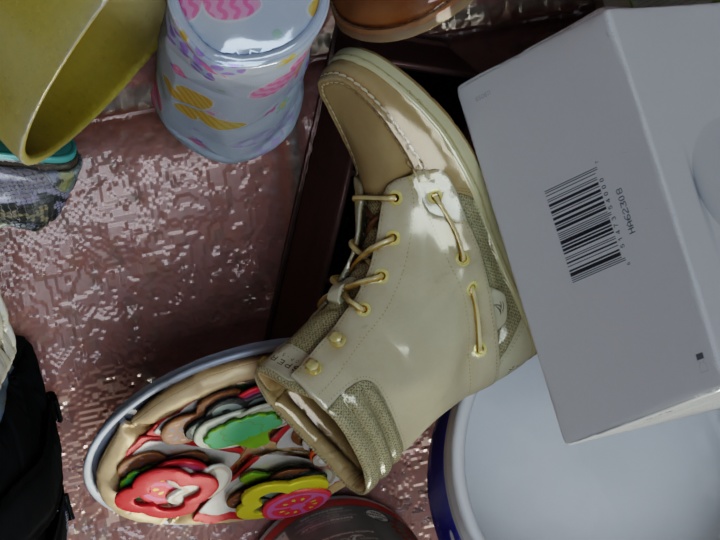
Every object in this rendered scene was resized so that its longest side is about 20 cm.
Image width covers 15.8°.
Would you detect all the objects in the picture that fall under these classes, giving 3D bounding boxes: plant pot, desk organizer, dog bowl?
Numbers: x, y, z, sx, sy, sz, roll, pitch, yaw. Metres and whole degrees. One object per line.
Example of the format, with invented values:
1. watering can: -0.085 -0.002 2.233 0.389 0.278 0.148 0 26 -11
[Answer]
1. plant pot: -0.163 -0.177 1.329 0.142 0.200 0.200 39 96 2
2. desk organizer: 0.006 -0.032 1.473 0.071 0.077 0.201 8 107 -18
3. dog bowl: 0.140 0.115 1.473 0.199 0.079 0.202 3 75 -10

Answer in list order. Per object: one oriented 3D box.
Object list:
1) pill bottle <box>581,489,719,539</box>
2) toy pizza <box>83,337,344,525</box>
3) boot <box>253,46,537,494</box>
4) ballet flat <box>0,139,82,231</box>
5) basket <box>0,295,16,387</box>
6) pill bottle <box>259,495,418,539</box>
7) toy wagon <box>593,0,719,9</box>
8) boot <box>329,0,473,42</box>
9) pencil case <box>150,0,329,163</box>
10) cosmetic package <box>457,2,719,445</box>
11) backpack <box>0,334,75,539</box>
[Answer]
1. pill bottle: 0.164 0.158 1.567 0.199 0.111 0.112 -5 110 -14
2. toy pizza: -0.058 0.101 1.467 0.199 0.032 0.201 -13 150 -7
3. boot: 0.000 0.000 1.371 0.155 0.073 0.201 -38 110 -22
4. ballet flat: -0.252 -0.056 1.400 0.199 0.072 0.072 12 106 -18
5. basket: -0.293 0.031 1.347 0.199 0.124 0.136 -5 119 17
6. pill bottle: 0.006 0.220 1.496 0.115 0.200 0.117 -5 111 -14
7. toy wagon: 0.189 -0.199 1.487 0.154 0.040 0.201 -24 113 -7
8. boot: -0.014 -0.211 1.335 0.073 0.200 0.155 -30 122 -9
9. pencil case: -0.062 -0.121 1.356 0.083 0.200 0.091 32 78 2
10. cosmetic package: 0.182 -0.031 1.377 0.199 0.123 0.201 -9 79 -43
11. backpack: -0.222 0.143 1.405 0.153 0.200 0.164 -6 111 -12
